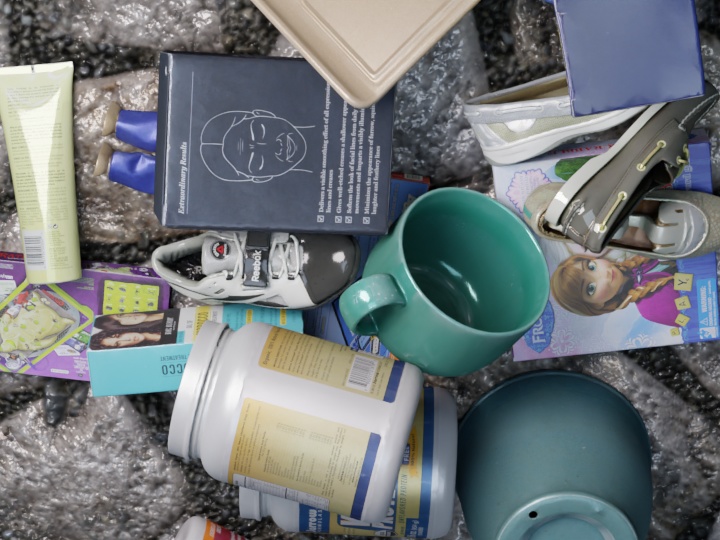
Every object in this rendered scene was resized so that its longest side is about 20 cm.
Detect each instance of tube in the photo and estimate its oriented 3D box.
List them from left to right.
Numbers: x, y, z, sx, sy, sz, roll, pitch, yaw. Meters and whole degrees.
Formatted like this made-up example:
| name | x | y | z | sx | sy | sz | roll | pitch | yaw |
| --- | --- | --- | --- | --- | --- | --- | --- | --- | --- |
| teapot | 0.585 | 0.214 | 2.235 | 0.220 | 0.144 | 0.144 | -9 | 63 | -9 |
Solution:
| name | x | y | z | sx | sy | sz | roll | pitch | yaw |
| --- | --- | --- | --- | --- | --- | --- | --- | --- | --- |
| tube | -0.290 | -0.089 | 1.632 | 0.058 | 0.052 | 0.201 | -12 | 100 | -37 |

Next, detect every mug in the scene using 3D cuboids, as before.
| name | x | y | z | sx | sy | sz | roll | pitch | yaw |
| --- | --- | --- | --- | --- | --- | --- | --- | --- | --- |
| mug | 0.063 | 0.014 | 1.591 | 0.184 | 0.152 | 0.114 | 19 | 144 | -18 |

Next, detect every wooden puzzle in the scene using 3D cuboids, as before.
| name | x | y | z | sx | sy | sz | roll | pitch | yaw |
| --- | --- | --- | --- | --- | --- | --- | --- | --- | --- |
| wooden puzzle | 0.013 | -0.262 | 1.508 | 0.200 | 0.037 | 0.185 | -43 | 75 | 1 |

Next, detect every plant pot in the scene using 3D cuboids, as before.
| name | x | y | z | sx | sy | sz | roll | pitch | yaw |
| --- | --- | --- | --- | --- | --- | --- | --- | --- | --- |
| plant pot | 0.187 | 0.225 | 1.681 | 0.199 | 0.188 | 0.201 | 0 | 113 | 1 |

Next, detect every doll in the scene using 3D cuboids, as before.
| name | x | y | z | sx | sy | sz | roll | pitch | yaw |
| --- | --- | --- | --- | --- | --- | --- | --- | --- | --- |
| doll | -0.138 | -0.102 | 1.626 | 0.199 | 0.048 | 0.137 | 14 | 107 | -4 |

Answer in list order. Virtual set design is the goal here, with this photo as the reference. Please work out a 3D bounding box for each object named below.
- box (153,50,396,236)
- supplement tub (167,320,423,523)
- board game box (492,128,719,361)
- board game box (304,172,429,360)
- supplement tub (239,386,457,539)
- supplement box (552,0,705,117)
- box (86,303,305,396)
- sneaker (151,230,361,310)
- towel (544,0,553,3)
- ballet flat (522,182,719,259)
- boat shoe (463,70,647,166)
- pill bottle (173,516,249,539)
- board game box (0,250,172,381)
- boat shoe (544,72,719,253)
| name | x | y | z | sx | sy | sz | roll | pitch | yaw |
| --- | --- | --- | --- | --- | --- | --- | --- | --- | --- |
| box | -0.077 | -0.112 | 1.554 | 0.199 | 0.107 | 0.149 | 2 | 98 | -12 |
| supplement tub | -0.056 | 0.128 | 1.552 | 0.199 | 0.144 | 0.145 | 16 | 112 | 3 |
| board game box | 0.229 | -0.022 | 1.655 | 0.199 | 0.041 | 0.201 | -7 | 112 | 5 |
| board game box | 0.000 | 0.000 | 1.682 | 0.103 | 0.019 | 0.201 | 9 | 113 | 0 |
| supplement tub | -0.011 | 0.179 | 1.689 | 0.199 | 0.145 | 0.145 | 2 | 113 | 0 |
| supplement box | 0.216 | -0.215 | 1.465 | 0.109 | 0.200 | 0.109 | -9 | 112 | 9 |
| box | -0.150 | 0.070 | 1.655 | 0.199 | 0.082 | 0.049 | -5 | 113 | -1 |
| sneaker | -0.099 | -0.004 | 1.607 | 0.199 | 0.088 | 0.074 | -7 | 76 | 26 |
| towel | 0.223 | -0.316 | 1.543 | 0.146 | 0.024 | 0.201 | 18 | 112 | -5 |
| ballet flat | 0.245 | -0.038 | 1.592 | 0.199 | 0.062 | 0.068 | 3 | 110 | 0 |
| boat shoe | 0.192 | -0.160 | 1.583 | 0.201 | 0.075 | 0.065 | -22 | 115 | 18 |
| pill bottle | -0.103 | 0.334 | 1.775 | 0.200 | 0.110 | 0.110 | 27 | 111 | -10 |
| board game box | -0.282 | 0.046 | 1.704 | 0.199 | 0.032 | 0.120 | 7 | 110 | -1 |
| boat shoe | 0.249 | -0.094 | 1.551 | 0.202 | 0.072 | 0.060 | -42 | 73 | -17 |
